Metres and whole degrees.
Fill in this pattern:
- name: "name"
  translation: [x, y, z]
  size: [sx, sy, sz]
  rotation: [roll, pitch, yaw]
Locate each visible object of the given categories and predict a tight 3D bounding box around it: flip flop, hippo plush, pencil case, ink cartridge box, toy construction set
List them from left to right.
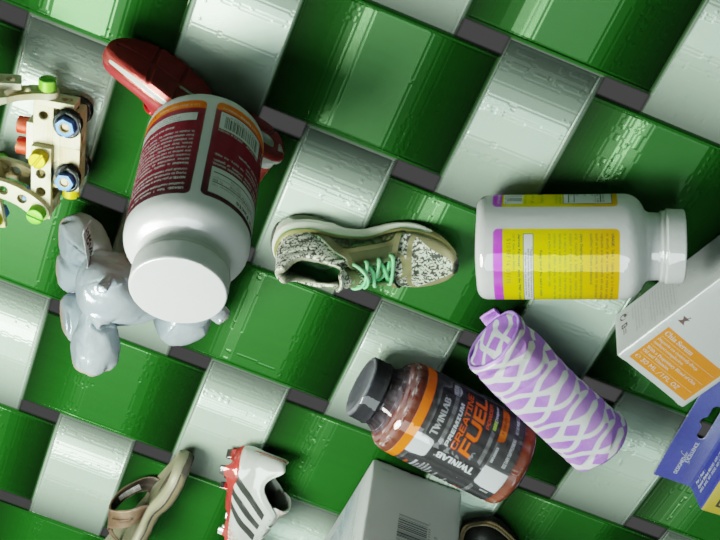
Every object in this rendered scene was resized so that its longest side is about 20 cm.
- name: "toy construction set"
  translation: [-0.340, -0.127, 1.277]
  size: [0.131, 0.092, 0.200]
  rotation: [11, 137, 2]
- name: "flip flop"
  translation: [-0.272, 0.286, 1.555]
  size: [0.058, 0.081, 0.200]
  rotation: [30, 120, -17]
- name: "hippo plush"
  translation: [-0.225, 0.006, 1.340]
  size: [0.160, 0.160, 0.200]
  rotation: [-6, 147, -24]
- name: "pencil case"
  translation: [0.203, 0.130, 1.370]
  size: [0.084, 0.086, 0.200]
  rotation: [-32, 115, 31]
- name: "ink cartridge box"
  translation: [0.456, 0.200, 1.406]
  size: [0.200, 0.047, 0.198]
  rotation: [15, 127, -5]

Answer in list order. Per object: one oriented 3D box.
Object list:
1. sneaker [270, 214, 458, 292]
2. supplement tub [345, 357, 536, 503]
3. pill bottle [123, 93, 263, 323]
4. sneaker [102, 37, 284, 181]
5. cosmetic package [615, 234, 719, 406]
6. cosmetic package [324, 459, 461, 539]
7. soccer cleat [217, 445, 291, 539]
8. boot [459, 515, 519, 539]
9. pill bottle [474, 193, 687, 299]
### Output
- name: "sneaker"
  translation: [0.000, 0.000, 1.307]
  size: [0.199, 0.089, 0.077]
  rotation: [3, 125, 6]
- name: "supplement tub"
  translation: [0.086, 0.171, 1.403]
  size: [0.200, 0.107, 0.107]
  rotation: [27, 124, -11]
- name: "pill bottle"
  translation: [-0.151, -0.055, 1.144]
  size: [0.113, 0.200, 0.113]
  rotation: [2, 137, 2]
- name: "sneaker"
  translation: [-0.185, -0.132, 1.252]
  size: [0.200, 0.078, 0.116]
  rotation: [35, 121, -14]
- name: "cosmetic package"
  translation: [0.364, 0.038, 1.289]
  size: [0.101, 0.071, 0.200]
  rotation: [37, 122, -16]
- name: "cosmetic package"
  translation: [0.018, 0.372, 1.497]
  size: [0.123, 0.200, 0.200]
  rotation: [22, 125, -7]
- name: "soccer cleat"
  translation: [-0.127, 0.299, 1.552]
  size: [0.085, 0.069, 0.200]
  rotation: [9, 121, 8]
- name: "boot"
  translation: [0.165, 0.410, 1.539]
  size: [0.077, 0.138, 0.200]
  rotation: [-12, 122, 16]
- name: "pill bottle"
  translation: [0.214, -0.023, 1.249]
  size: [0.199, 0.104, 0.104]
  rotation: [0, 125, 9]
